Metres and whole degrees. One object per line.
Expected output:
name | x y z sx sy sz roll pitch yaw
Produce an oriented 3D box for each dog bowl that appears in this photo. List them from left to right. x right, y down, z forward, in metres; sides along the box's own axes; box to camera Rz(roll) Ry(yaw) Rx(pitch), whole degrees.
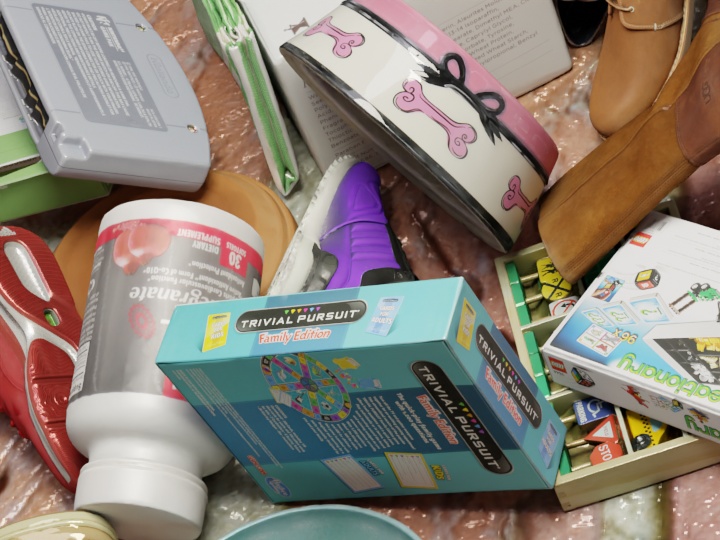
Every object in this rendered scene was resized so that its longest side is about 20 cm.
dog bowl | 0.044 -0.103 1.627 0.074 0.200 0.200 -48 45 -2

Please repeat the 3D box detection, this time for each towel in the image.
towel | -0.095 -0.162 1.792 0.023 0.153 0.200 -24 44 -5

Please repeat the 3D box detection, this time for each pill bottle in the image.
pill bottle | -0.126 0.066 1.598 0.110 0.111 0.201 -3 65 22

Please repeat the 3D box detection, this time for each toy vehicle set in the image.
toy vehicle set | 0.161 0.049 1.560 0.123 0.027 0.201 -19 43 7

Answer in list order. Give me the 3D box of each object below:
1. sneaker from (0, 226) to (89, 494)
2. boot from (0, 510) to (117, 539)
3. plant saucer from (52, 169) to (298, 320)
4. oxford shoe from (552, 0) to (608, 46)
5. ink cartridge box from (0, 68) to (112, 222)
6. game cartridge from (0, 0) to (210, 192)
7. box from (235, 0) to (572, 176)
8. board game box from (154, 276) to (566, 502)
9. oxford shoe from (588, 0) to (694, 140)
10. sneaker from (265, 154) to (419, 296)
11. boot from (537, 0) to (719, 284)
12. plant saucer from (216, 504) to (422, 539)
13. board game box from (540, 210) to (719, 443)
sneaker | -0.222 0.081 1.691 0.078 0.116 0.201 -2 57 -37
boot | -0.225 0.243 1.518 0.199 0.073 0.156 -25 42 3
plant saucer | -0.138 0.000 1.741 0.199 0.038 0.201 -13 44 13
oxford shoe | 0.161 -0.227 1.713 0.071 0.200 0.073 -6 64 -2
ink cartridge box | -0.229 -0.089 1.819 0.103 0.060 0.200 -13 30 14
game cartridge | -0.183 -0.130 1.775 0.133 0.041 0.201 3 40 -31
box | 0.015 -0.199 1.793 0.199 0.131 0.199 -27 43 -1
board game box | 0.001 0.074 1.499 0.199 0.151 0.047 -6 49 30
oxford shoe | 0.184 -0.183 1.680 0.071 0.071 0.201 25 103 49
sneaker | 0.000 0.001 1.659 0.099 0.070 0.200 27 31 -2
boot | 0.195 -0.097 1.602 0.200 0.068 0.189 -44 25 25
plant saucer | -0.037 0.227 1.474 0.199 0.036 0.201 -13 44 13
board game box | 0.222 0.041 1.494 0.199 0.035 0.126 20 58 37
